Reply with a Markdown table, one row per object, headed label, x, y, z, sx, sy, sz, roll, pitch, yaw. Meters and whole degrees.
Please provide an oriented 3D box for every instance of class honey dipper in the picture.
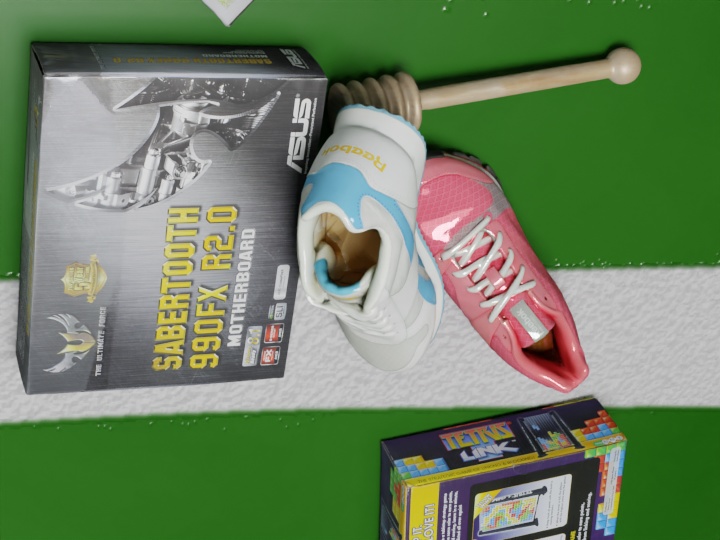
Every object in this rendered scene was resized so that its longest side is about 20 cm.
| label | x | y | z | sx | sy | sz | roll | pitch | yaw |
| --- | --- | --- | --- | --- | --- | --- | --- | --- | --- |
| honey dipper | 0.078 | -0.108 | 0.903 | 0.199 | 0.038 | 0.038 | -12 | 124 | -20 |

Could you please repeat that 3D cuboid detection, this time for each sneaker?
| label | x | y | z | sx | sy | sz | roll | pitch | yaw |
| --- | --- | --- | --- | --- | --- | --- | --- | --- | --- |
| sneaker | 0.089 | 0.003 | 0.940 | 0.074 | 0.087 | 0.200 | -40 | 126 | 4 |
| sneaker | 0.000 | 0.000 | 0.879 | 0.201 | 0.076 | 0.081 | 79 | 32 | -49 |

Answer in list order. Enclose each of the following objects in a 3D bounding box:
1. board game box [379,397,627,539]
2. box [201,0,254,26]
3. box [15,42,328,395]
| label | x | y | z | sx | sy | sz | roll | pitch | yaw |
| --- | --- | --- | --- | --- | --- | --- | --- | --- | --- |
| board game box | 0.097 | 0.199 | 1.085 | 0.164 | 0.057 | 0.201 | -9 | 123 | -15 |
| box | -0.049 | -0.242 | 0.764 | 0.200 | 0.036 | 0.144 | -43 | 126 | 9 |
| box | -0.111 | -0.028 | 0.862 | 0.157 | 0.048 | 0.201 | -2 | 120 | -22 |
